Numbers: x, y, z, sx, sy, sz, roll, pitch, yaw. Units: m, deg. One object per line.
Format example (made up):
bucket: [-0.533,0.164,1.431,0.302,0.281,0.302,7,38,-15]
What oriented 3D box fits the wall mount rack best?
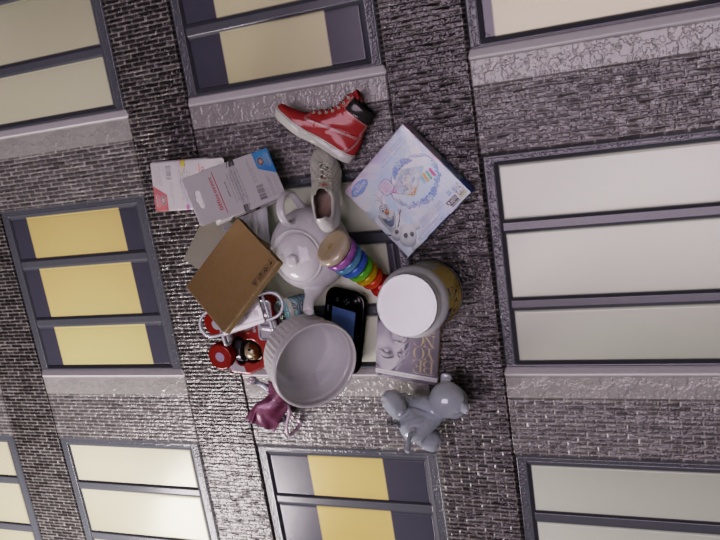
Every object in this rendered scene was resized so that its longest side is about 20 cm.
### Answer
wall mount rack: [-0.270,0.070,1.666,0.199,0.075,0.175,-17,89,4]

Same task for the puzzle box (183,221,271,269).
puzzle box: [-0.301,-0.041,1.665,0.200,0.025,0.133,30,94,32]

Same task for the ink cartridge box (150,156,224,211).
ink cartridge box: [-0.382,-0.202,1.721,0.199,0.067,0.117,0,100,23]

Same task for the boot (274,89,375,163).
boot: [-0.073,-0.337,1.564,0.199,0.072,0.145,29,114,3]

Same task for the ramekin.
ramekin: [-0.119,0.192,1.639,0.105,0.199,0.201,31,122,56]

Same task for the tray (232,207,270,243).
tray: [-0.262,-0.133,1.688,0.107,0.022,0.201,-8,85,25]

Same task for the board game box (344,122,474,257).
board game box: [0.100,-0.168,1.557,0.199,0.043,0.200,45,116,3]

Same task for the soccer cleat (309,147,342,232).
soccer cleat: [-0.075,-0.179,1.568,0.069,0.078,0.201,-11,70,12]

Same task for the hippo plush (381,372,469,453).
hippo plush: [0.146,0.288,1.616,0.161,0.200,0.159,-43,64,8]

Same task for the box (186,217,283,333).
box: [-0.277,0.010,1.610,0.163,0.021,0.200,44,102,29]

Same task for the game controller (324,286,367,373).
game controller: [-0.038,0.137,1.703,0.104,0.042,0.201,12,109,18]

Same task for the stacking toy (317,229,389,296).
stacking toy: [0.000,0.000,1.586,0.085,0.086,0.200,-29,131,26]

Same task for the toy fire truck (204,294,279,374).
toy fire truck: [-0.265,0.152,1.756,0.167,0.112,0.201,2,107,22]

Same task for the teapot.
teapot: [-0.123,-0.044,1.625,0.200,0.146,0.198,36,115,9]

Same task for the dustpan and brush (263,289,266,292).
dustpan and brush: [-0.254,-0.006,1.747,0.139,0.057,0.201,-9,95,28]

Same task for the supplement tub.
supplement tub: [0.122,0.058,1.518,0.145,0.200,0.146,2,97,20]

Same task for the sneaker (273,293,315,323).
sneaker: [-0.129,0.144,1.722,0.078,0.086,0.201,38,148,52]

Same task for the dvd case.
dvd case: [0.107,0.154,1.664,0.148,0.016,0.201,7,108,19]

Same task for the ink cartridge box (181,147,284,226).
ink cartridge box: [-0.278,-0.176,1.620,0.199,0.068,0.116,-23,89,-18]

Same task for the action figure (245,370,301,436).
action figure: [-0.193,0.297,1.760,0.149,0.134,0.201,32,117,9]
